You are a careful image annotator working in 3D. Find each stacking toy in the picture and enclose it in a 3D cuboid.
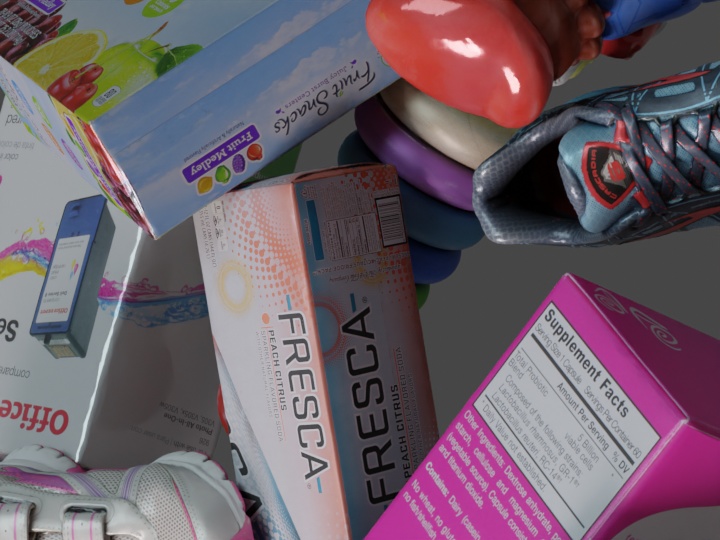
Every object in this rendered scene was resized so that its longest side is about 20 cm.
[{"bbox_3d":[0.000,0.000,1.278,0.200,0.085,0.085,-58,40,22],"label":"stacking toy"}]

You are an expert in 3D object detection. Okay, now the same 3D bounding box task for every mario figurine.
[{"bbox_3d":[0.091,-0.135,1.134,0.200,0.124,0.106,-22,24,-13],"label":"mario figurine"}]

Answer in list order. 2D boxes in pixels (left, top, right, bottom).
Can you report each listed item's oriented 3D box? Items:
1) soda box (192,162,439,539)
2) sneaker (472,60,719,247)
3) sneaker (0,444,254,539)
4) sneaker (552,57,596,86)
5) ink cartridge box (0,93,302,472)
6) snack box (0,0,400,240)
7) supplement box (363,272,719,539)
[{"bbox_3d":[-0.013,0.058,1.206,0.068,0.064,0.200,-7,93,47],"label":"soda box"},{"bbox_3d":[0.124,-0.039,1.121,0.200,0.095,0.079,-17,93,49],"label":"sneaker"},{"bbox_3d":[-0.125,0.125,1.247,0.200,0.088,0.082,-3,100,46],"label":"sneaker"},{"bbox_3d":[0.069,-0.156,1.284,0.105,0.076,0.200,-44,41,-1],"label":"sneaker"},{"bbox_3d":[-0.123,0.004,1.398,0.145,0.087,0.200,7,79,48],"label":"ink cartridge box"},{"bbox_3d":[-0.065,-0.107,1.263,0.169,0.068,0.200,-33,26,-9],"label":"snack box"},{"bbox_3d":[0.076,0.117,1.108,0.200,0.101,0.103,-53,41,16],"label":"supplement box"}]
